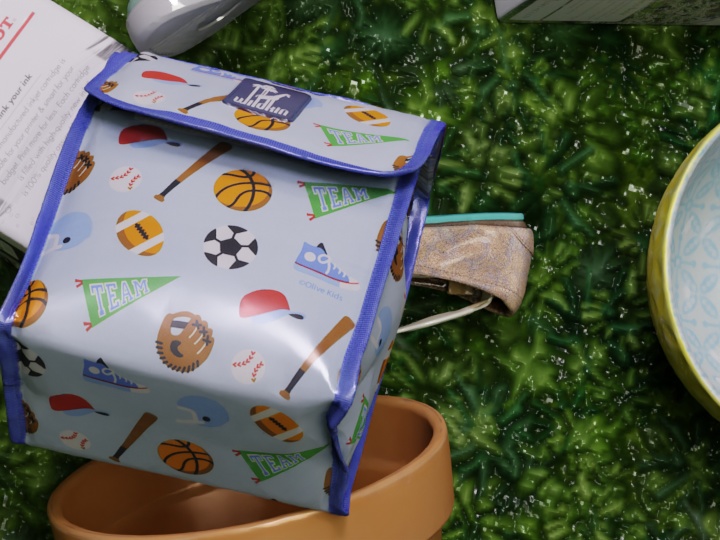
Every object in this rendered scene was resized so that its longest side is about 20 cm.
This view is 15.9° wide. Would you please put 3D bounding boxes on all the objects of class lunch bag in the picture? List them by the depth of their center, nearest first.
[{"bbox_3d":[-0.060,-0.011,1.192,0.170,0.124,0.200,14,53,6],"label":"lunch bag"}]

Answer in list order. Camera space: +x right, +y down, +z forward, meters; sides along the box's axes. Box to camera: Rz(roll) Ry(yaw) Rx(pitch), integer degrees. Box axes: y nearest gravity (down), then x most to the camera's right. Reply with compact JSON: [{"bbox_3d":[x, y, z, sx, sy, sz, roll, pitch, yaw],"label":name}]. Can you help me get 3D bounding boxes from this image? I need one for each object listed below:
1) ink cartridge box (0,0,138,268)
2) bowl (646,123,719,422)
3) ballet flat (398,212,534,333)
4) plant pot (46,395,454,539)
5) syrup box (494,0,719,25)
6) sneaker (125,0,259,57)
[{"bbox_3d":[-0.158,-0.064,1.307,0.200,0.067,0.116,32,76,11],"label":"ink cartridge box"},{"bbox_3d":[0.236,0.007,1.422,0.200,0.108,0.201,2,82,-17],"label":"bowl"},{"bbox_3d":[0.000,0.000,1.372,0.200,0.068,0.067,2,89,-16],"label":"ballet flat"},{"bbox_3d":[-0.042,0.159,1.279,0.200,0.200,0.140,-17,104,-19],"label":"plant pot"},{"bbox_3d":[0.179,-0.184,1.446,0.200,0.079,0.082,-2,82,-18],"label":"syrup box"},{"bbox_3d":[-0.089,-0.186,1.331,0.118,0.074,0.200,53,33,-5],"label":"sneaker"}]
